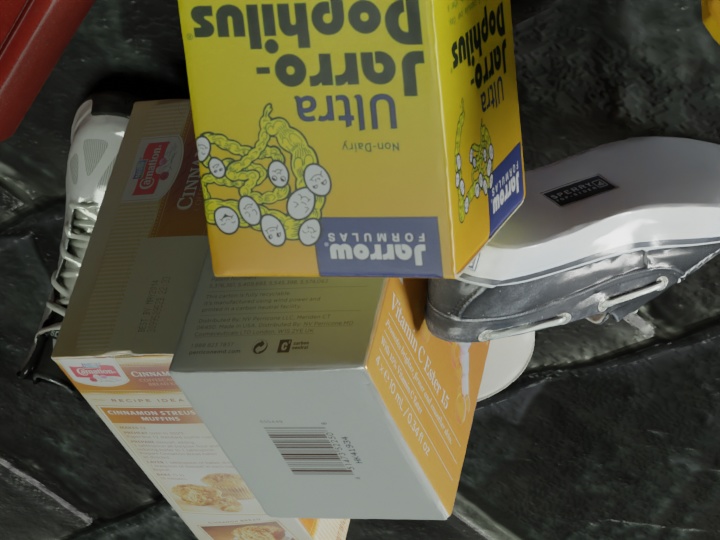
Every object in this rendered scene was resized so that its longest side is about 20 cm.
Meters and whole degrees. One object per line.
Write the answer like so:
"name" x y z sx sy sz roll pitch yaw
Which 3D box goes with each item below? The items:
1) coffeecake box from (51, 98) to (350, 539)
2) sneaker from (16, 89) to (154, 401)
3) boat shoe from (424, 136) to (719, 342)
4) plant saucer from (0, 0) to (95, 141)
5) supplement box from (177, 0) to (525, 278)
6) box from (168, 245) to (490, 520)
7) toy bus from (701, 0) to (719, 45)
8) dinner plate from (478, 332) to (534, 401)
"coffeecake box" -0.062 0.034 1.136 0.073 0.154 0.200 -2 144 24
"sneaker" -0.132 0.002 1.197 0.075 0.116 0.201 15 145 1
"boat shoe" 0.113 -0.010 1.042 0.072 0.199 0.068 39 132 40
"plant saucer" -0.238 -0.142 1.109 0.199 0.037 0.200 26 145 -14
"supplement box" -0.005 -0.107 0.921 0.108 0.110 0.201 0 110 20
"box" 0.000 0.000 1.067 0.097 0.201 0.125 -2 143 23
"toy bus" 0.224 -0.061 0.903 0.199 0.193 0.136 27 146 -14
"dinner plate" -0.002 0.028 1.266 0.199 0.024 0.201 11 146 7
